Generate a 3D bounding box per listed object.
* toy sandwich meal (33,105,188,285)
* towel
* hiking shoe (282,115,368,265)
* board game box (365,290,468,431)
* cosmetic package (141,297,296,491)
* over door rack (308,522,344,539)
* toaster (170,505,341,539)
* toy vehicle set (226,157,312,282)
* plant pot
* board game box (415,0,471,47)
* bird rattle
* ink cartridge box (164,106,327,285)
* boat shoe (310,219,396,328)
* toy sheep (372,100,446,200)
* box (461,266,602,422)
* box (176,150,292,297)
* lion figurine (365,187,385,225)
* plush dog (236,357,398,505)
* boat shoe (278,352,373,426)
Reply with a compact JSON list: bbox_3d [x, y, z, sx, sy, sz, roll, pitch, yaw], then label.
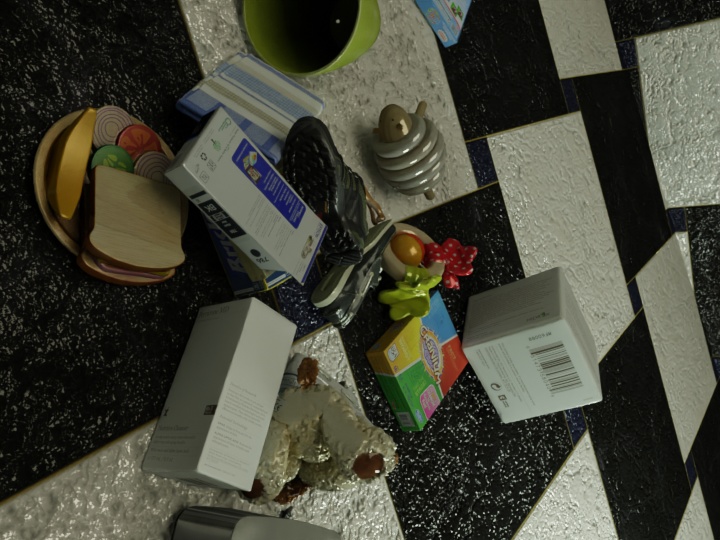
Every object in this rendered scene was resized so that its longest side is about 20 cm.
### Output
[{"bbox_3d":[-0.259,-0.087,0.709,0.204,0.070,0.208,16,69,-47],"label":"toy sandwich meal"},{"bbox_3d":[-0.136,-0.217,0.845,0.146,0.024,0.201,30,38,-4],"label":"towel"},{"bbox_3d":[-0.040,-0.110,0.833,0.101,0.075,0.202,-67,146,-54],"label":"hiking shoe"},{"bbox_3d":[0.102,0.148,1.098,0.200,0.040,0.154,-42,113,-46],"label":"board game box"},{"bbox_3d":[-0.158,0.141,0.741,0.081,0.112,0.202,36,54,-39],"label":"cosmetic package"},{"bbox_3d":[0.011,0.403,0.810,0.067,0.200,0.148,-51,123,-8],"label":"over door rack"},{"bbox_3d":[-0.123,0.359,0.720,0.180,0.118,0.202,32,58,-42],"label":"toaster"},{"bbox_3d":[-0.100,-0.088,0.823,0.200,0.026,0.125,-45,115,-49],"label":"toy vehicle set"},{"bbox_3d":[-0.047,-0.384,0.974,0.200,0.185,0.189,-28,102,-64],"label":"plant pot"},{"bbox_3d":[0.178,-0.602,1.382,0.151,0.036,0.201,46,50,-33],"label":"board game box"},{"bbox_3d":[0.100,-0.021,1.080,0.163,0.113,0.200,43,51,8],"label":"bird rattle"},{"bbox_3d":[-0.123,-0.077,0.737,0.200,0.039,0.100,48,45,-31],"label":"ink cartridge box"},{"bbox_3d":[0.000,0.000,0.991,0.068,0.071,0.201,49,55,-21],"label":"boat shoe"},{"bbox_3d":[0.088,-0.199,1.106,0.200,0.137,0.139,52,46,-36],"label":"toy sheep"},{"bbox_3d":[0.321,0.140,1.211,0.200,0.198,0.172,58,29,-22],"label":"box"},{"bbox_3d":[-0.156,-0.073,0.827,0.064,0.070,0.202,-32,105,-49],"label":"box"},{"bbox_3d":[-0.039,-0.121,0.991,0.199,0.072,0.124,-4,70,-64],"label":"lion figurine"},{"bbox_3d":[-0.047,0.221,0.813,0.173,0.198,0.162,70,10,-45],"label":"plush dog"},{"bbox_3d":[-0.030,0.187,0.907,0.200,0.073,0.067,46,50,-32],"label":"boat shoe"}]
